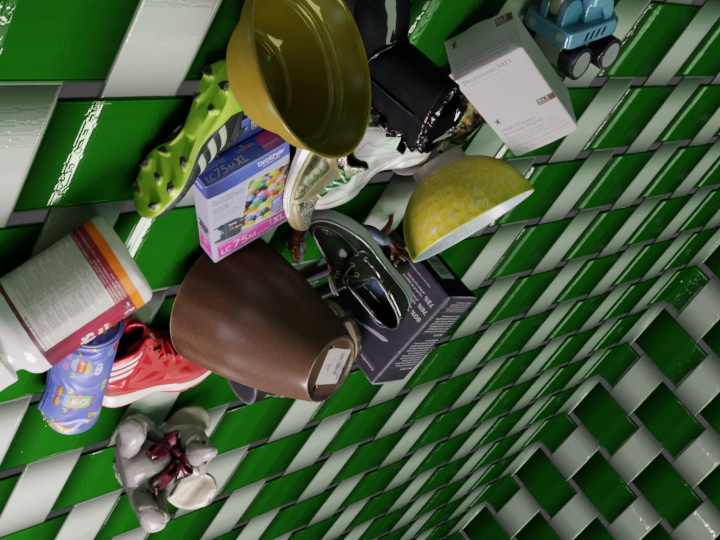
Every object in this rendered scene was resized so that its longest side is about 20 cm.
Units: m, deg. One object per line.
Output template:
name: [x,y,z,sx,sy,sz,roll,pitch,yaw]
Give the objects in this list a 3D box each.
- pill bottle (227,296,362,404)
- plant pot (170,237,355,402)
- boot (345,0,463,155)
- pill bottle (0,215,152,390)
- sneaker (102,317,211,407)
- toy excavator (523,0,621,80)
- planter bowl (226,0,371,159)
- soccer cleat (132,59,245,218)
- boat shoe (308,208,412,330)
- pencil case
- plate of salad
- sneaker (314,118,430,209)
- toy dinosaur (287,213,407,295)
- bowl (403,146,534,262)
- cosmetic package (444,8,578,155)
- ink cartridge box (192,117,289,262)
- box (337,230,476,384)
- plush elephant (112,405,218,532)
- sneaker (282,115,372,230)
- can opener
pill bottle: [-0.103,0.124,1.686,0.198,0.112,0.112,-23,152,-33]
plant pot: [-0.108,0.078,1.419,0.186,0.199,0.189,-37,142,-36]
boot: [0.050,-0.235,1.212,0.073,0.163,0.199,-26,153,-31]
pill bottle: [-0.331,0.038,1.186,0.199,0.110,0.110,-35,157,-12]
sneaker: [-0.257,0.106,1.464,0.199,0.079,0.116,-26,155,-33]
toy excavator: [0.270,-0.357,1.444,0.193,0.100,0.202,-24,139,-37]
planter bowl: [-0.077,-0.203,1.121,0.083,0.204,0.199,-11,173,32]
soccer cleat: [-0.171,-0.134,1.184,0.201,0.068,0.081,-52,155,20]
boat shoe: [0.000,0.000,1.455,0.068,0.057,0.200,-21,127,37]
pencil case: [-0.343,0.116,1.347,0.086,0.079,0.201,-2,141,-26]
plate of salad: [0.122,-0.200,1.531,0.199,0.048,0.201,-33,155,-17]
sneaker: [-0.004,-0.150,1.423,0.199,0.071,0.081,-31,129,-5]
toy dinosaur: [-0.027,-0.035,1.579,0.180,0.201,0.105,30,111,-25]
bowl: [0.133,-0.107,1.564,0.198,0.109,0.200,-30,174,-4]
cosmetic package: [0.199,-0.240,1.448,0.101,0.075,0.200,-24,147,23]
ink cartridge box: [-0.140,-0.100,1.325,0.119,0.042,0.201,-32,154,-20]
box: [0.060,0.060,1.776,0.200,0.148,0.104,-48,156,21]
plush elephant: [-0.278,0.282,1.649,0.153,0.167,0.200,-14,177,-21]
sneaker: [-0.037,-0.120,1.326,0.077,0.088,0.202,-62,171,-50]
can opener: [-0.023,0.003,1.667,0.198,0.064,0.078,-14,174,-29]
